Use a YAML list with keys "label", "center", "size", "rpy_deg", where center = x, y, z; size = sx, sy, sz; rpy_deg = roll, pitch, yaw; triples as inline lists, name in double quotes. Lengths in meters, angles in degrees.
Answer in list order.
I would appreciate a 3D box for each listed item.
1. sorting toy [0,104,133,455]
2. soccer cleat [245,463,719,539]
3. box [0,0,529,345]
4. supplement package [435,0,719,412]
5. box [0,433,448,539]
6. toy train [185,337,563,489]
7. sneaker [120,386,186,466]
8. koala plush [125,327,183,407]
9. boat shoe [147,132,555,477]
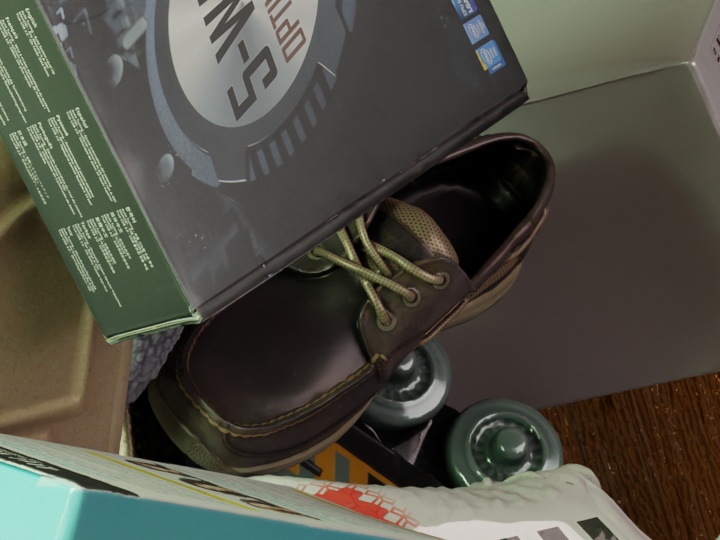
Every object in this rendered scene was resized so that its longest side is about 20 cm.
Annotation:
- label: "sorting toy"
  center: [-0.134, 0.049, 0.696]
  size: [0.185, 0.036, 0.200]
  rpy_deg: [-12, 110, -52]
- label: "soccer cleat"
  center: [0.045, 0.100, 0.881]
  size: [0.200, 0.069, 0.085]
  rpy_deg: [20, 57, -12]
- label: "box"
  center: [-0.051, -0.103, 0.720]
  size: [0.160, 0.044, 0.200]
  rpy_deg: [-34, 103, -42]
- label: "supplement package"
  center: [0.107, -0.057, 1.122]
  size: [0.147, 0.191, 0.200]
  rpy_deg: [63, 31, -24]
- label: "box"
  center: [-0.052, 0.084, 0.718]
  size: [0.200, 0.082, 0.049]
  rpy_deg: [17, 88, -55]
- label: "toy train"
  center: [-0.012, 0.075, 0.952]
  size: [0.200, 0.085, 0.114]
  rpy_deg: [35, 58, 5]
- label: "sneaker"
  center: [-0.103, 0.043, 0.892]
  size: [0.070, 0.076, 0.200]
  rpy_deg: [40, 44, -59]
- label: "koala plush"
  center: [-0.132, -0.085, 0.789]
  size: [0.177, 0.200, 0.184]
  rpy_deg: [5, 37, -31]
- label: "boat shoe"
  center: [0.000, 0.000, 0.896]
  size: [0.074, 0.073, 0.200]
  rpy_deg: [42, 44, 8]
